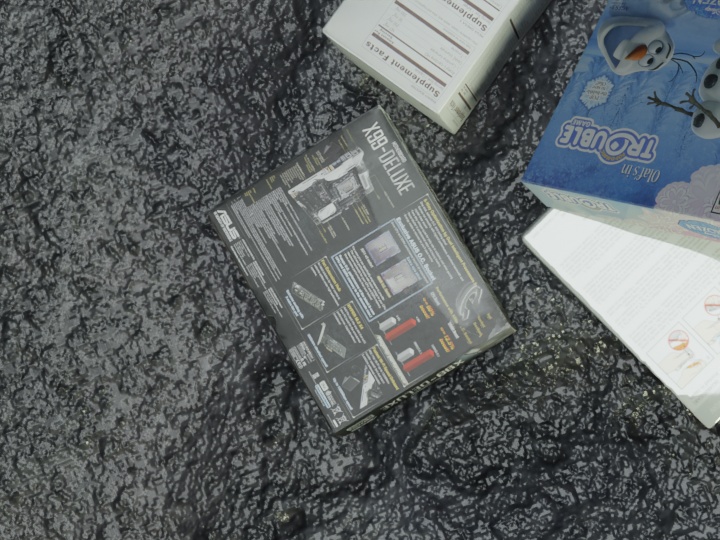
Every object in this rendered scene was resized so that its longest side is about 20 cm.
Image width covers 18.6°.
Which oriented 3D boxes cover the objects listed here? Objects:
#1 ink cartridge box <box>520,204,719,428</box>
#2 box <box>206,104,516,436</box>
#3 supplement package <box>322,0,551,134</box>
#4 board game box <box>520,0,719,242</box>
[{"bbox_3d":[0.242,-0.009,1.628,0.160,0.047,0.200,-44,85,3],"label":"ink cartridge box"},{"bbox_3d":[0.000,0.000,1.663,0.158,0.050,0.200,-32,80,5],"label":"box"},{"bbox_3d":[0.079,-0.218,1.638,0.109,0.114,0.200,36,91,10],"label":"supplement package"},{"bbox_3d":[0.237,-0.124,1.562,0.200,0.043,0.199,14,73,44],"label":"board game box"}]
